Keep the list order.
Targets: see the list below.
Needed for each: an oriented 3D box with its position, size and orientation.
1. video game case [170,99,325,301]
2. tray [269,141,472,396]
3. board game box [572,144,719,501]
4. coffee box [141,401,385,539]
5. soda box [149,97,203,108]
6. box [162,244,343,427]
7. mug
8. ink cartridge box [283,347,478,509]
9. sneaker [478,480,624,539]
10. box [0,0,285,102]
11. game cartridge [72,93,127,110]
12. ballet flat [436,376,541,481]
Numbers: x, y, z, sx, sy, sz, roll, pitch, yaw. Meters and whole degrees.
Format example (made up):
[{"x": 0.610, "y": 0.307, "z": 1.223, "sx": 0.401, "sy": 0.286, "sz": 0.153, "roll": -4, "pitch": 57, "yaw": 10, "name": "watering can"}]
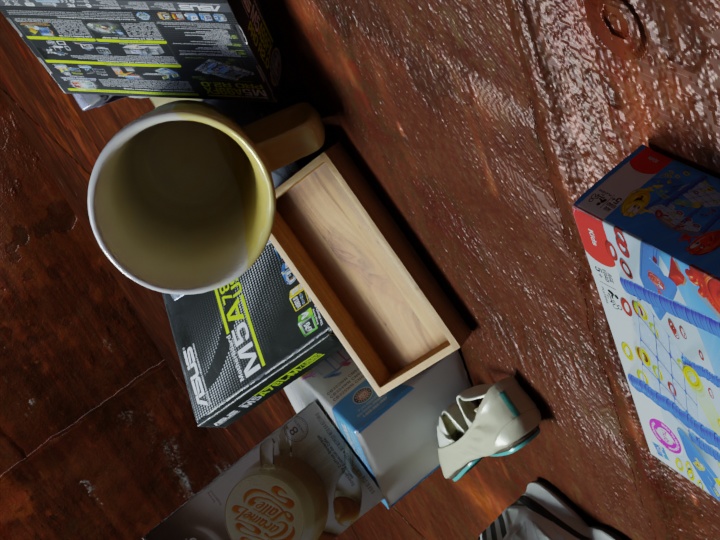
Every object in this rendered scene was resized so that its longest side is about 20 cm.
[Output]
[{"x": -0.137, "y": -0.075, "z": 1.176, "sx": 0.199, "sy": 0.019, "sz": 0.144, "roll": -29, "pitch": 92, "yaw": 32, "name": "video game case"}, {"x": 0.000, "y": 0.000, "z": 1.104, "sx": 0.098, "sy": 0.037, "sz": 0.201, "roll": -33, "pitch": 93, "yaw": 32, "name": "tray"}, {"x": 0.212, "y": 0.058, "z": 0.642, "sx": 0.195, "sy": 0.056, "sz": 0.202, "roll": 36, "pitch": 156, "yaw": 51, "name": "board game box"}, {"x": -0.091, "y": 0.230, "z": 1.179, "sx": 0.115, "sy": 0.199, "sz": 0.080, "roll": 52, "pitch": 165, "yaw": 2, "name": "coffee box"}, {"x": -0.190, "y": -0.227, "z": 1.184, "sx": 0.067, "sy": 0.064, "sz": 0.201, "roll": -27, "pitch": 101, "yaw": 31, "name": "soda box"}, {"x": -0.109, "y": 0.019, "z": 1.219, "sx": 0.047, "sy": 0.192, "sz": 0.202, "roll": 12, "pitch": -128, "yaw": -50, "name": "box"}, {"x": -0.129, "y": -0.074, "z": 1.072, "sx": 0.153, "sy": 0.183, "sz": 0.152, "roll": -106, "pitch": 23, "yaw": -71, "name": "mug"}, {"x": 0.003, "y": 0.104, "z": 1.247, "sx": 0.200, "sy": 0.128, "sz": 0.126, "roll": 38, "pitch": 159, "yaw": 43, "name": "ink cartridge box"}, {"x": 0.177, "y": 0.277, "z": 1.123, "sx": 0.200, "sy": 0.115, "sz": 0.076, "roll": 31, "pitch": 154, "yaw": 55, "name": "sneaker"}, {"x": -0.174, "y": -0.195, "z": 1.017, "sx": 0.197, "sy": 0.045, "sz": 0.160, "roll": 4, "pitch": 160, "yaw": 13, "name": "box"}, {"x": -0.241, "y": -0.228, "z": 1.210, "sx": 0.130, "sy": 0.038, "sz": 0.200, "roll": 55, "pitch": -155, "yaw": -3, "name": "game cartridge"}, {"x": 0.105, "y": 0.139, "z": 1.139, "sx": 0.070, "sy": 0.069, "sz": 0.200, "roll": 52, "pitch": 156, "yaw": 5, "name": "ballet flat"}]
